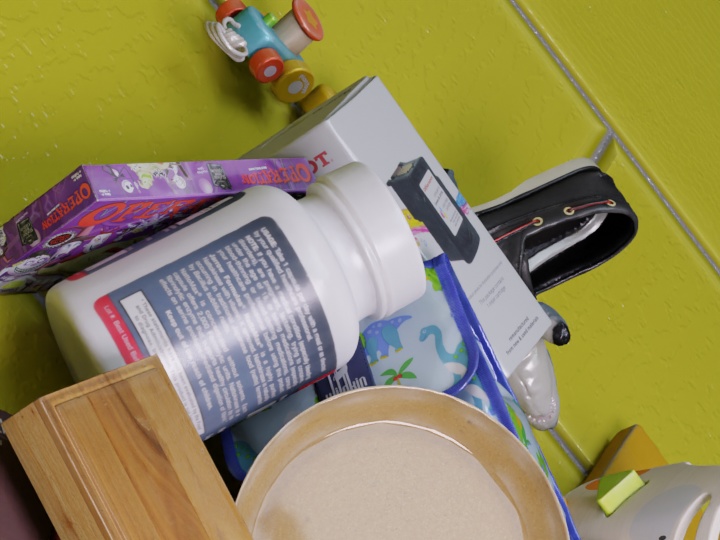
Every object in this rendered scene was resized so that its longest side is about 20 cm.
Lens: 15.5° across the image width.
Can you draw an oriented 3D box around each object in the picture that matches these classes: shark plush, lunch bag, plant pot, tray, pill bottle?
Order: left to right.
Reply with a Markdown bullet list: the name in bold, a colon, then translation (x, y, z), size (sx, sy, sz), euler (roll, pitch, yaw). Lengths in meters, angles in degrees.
- **tray**: translation (-0.100, 0.149, 1.386), size (0.099, 0.037, 0.200), euler (-20, 79, -54)
- **pill bottle**: translation (-0.069, 0.020, 1.530), size (0.200, 0.120, 0.120), euler (-27, 86, -14)
- **lunch bag**: translation (0.016, 0.111, 1.586), size (0.127, 0.170, 0.200), euler (42, 24, -75)
- **plant pot**: translation (0.020, 0.164, 1.476), size (0.200, 0.027, 0.200), euler (4, 74, -15)
- **shark plush**: translation (0.082, 0.021, 1.879), size (0.200, 0.091, 0.083), euler (55, 9, 27)

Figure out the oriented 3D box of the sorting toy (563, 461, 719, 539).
- **sorting toy**: translation (0.188, 0.201, 1.710), size (0.107, 0.180, 0.200), euler (18, 68, -24)

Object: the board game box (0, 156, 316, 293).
- **board game box**: translation (-0.129, -0.027, 1.571), size (0.200, 0.120, 0.032), euler (-5, 63, -52)

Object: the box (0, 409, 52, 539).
- **box**: translation (-0.218, 0.164, 1.366), size (0.100, 0.075, 0.200), euler (29, 43, -36)

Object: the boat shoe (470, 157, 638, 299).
- **boat shoe**: translation (0.094, -0.005, 1.791), size (0.063, 0.201, 0.074), euler (51, -18, 37)

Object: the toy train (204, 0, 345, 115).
- **toy train**: translation (-0.019, -0.112, 1.778), size (0.200, 0.056, 0.150), euler (49, 8, -11)

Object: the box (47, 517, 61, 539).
- **box**: translation (-0.136, 0.207, 1.413), size (0.100, 0.095, 0.200), euler (27, 46, -36)

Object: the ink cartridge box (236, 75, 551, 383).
- **ink cartridge box**: translation (0.000, 0.000, 1.689), size (0.200, 0.146, 0.083), euler (54, 35, -7)

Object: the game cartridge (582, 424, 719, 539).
- **game cartridge**: translation (0.203, 0.229, 1.878), size (0.176, 0.032, 0.200), euler (54, 38, -7)
